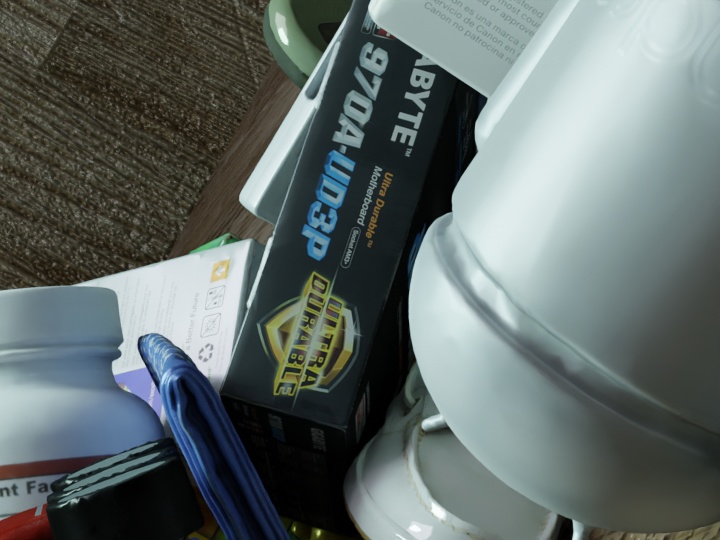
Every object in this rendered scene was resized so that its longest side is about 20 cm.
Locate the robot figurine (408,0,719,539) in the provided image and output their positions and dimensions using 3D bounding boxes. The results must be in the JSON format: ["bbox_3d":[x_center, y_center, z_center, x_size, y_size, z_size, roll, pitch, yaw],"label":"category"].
[{"bbox_3d":[0.087,-0.015,0.634,0.200,0.113,0.170,-58,38,19],"label":"robot figurine"}]

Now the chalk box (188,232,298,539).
[{"bbox_3d":[-0.044,0.063,1.134,0.200,0.125,0.124,-62,8,-8],"label":"chalk box"}]

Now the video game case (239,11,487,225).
[{"bbox_3d":[0.052,-0.087,1.060,0.200,0.143,0.018,-59,39,6],"label":"video game case"}]

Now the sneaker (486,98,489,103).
[{"bbox_3d":[0.110,-0.099,0.946,0.200,0.074,0.082,-61,6,5],"label":"sneaker"}]

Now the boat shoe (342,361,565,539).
[{"bbox_3d":[0.042,0.052,0.828,0.069,0.071,0.200,-60,7,15],"label":"boat shoe"}]

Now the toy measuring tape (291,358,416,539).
[{"bbox_3d":[-0.009,0.023,1.034,0.074,0.073,0.200,-158,74,-82],"label":"toy measuring tape"}]

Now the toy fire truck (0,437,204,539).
[{"bbox_3d":[-0.131,0.151,0.801,0.200,0.129,0.176,-20,2,-6],"label":"toy fire truck"}]

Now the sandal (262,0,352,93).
[{"bbox_3d":[0.047,-0.109,1.097,0.201,0.080,0.057,-8,-38,-44],"label":"sandal"}]

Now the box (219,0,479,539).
[{"bbox_3d":[0.000,0.000,0.895,0.200,0.046,0.159,87,-159,-73],"label":"box"}]

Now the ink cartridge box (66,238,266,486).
[{"bbox_3d":[-0.118,0.052,1.056,0.200,0.037,0.095,-12,58,34],"label":"ink cartridge box"}]

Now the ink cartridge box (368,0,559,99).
[{"bbox_3d":[0.118,-0.118,0.694,0.200,0.146,0.083,-53,6,36],"label":"ink cartridge box"}]

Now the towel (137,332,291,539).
[{"bbox_3d":[-0.042,0.092,0.866,0.024,0.145,0.200,-26,4,-7],"label":"towel"}]

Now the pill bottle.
[{"bbox_3d":[-0.125,0.111,0.951,0.112,0.112,0.200,148,116,-74],"label":"pill bottle"}]
